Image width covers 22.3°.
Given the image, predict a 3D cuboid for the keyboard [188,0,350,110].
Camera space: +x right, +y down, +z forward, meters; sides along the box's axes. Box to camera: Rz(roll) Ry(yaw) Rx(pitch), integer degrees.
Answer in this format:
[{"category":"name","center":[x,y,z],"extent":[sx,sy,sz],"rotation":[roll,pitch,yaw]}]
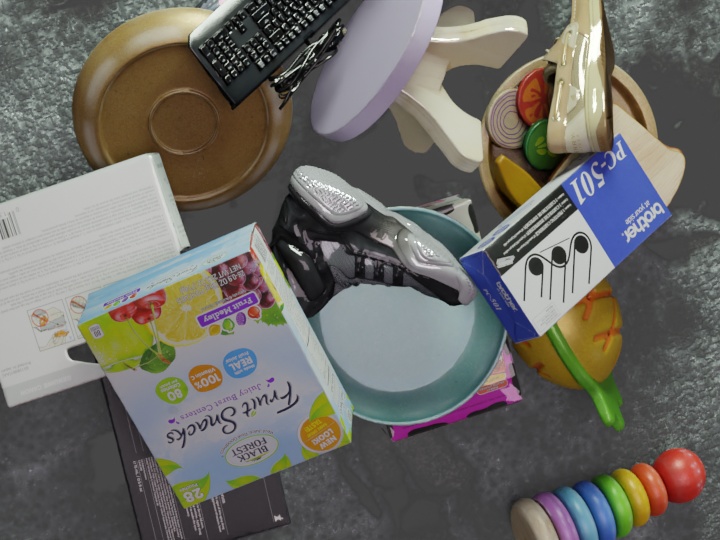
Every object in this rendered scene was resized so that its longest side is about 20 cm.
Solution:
[{"category":"keyboard","center":[-0.054,-0.223,1.608],"extent":[0.200,0.040,0.104],"rotation":[-46,110,-24]}]

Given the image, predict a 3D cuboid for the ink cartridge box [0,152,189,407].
[{"category":"ink cartridge box","center":[-0.247,0.008,1.625],"extent":[0.198,0.044,0.175],"rotation":[-18,94,6]}]

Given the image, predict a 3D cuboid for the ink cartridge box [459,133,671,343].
[{"category":"ink cartridge box","center":[0.188,-0.031,1.650],"extent":[0.200,0.044,0.094],"rotation":[-40,100,-30]}]

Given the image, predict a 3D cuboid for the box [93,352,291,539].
[{"category":"box","center":[-0.156,0.150,1.682],"extent":[0.140,0.079,0.202],"rotation":[-13,99,-7]}]

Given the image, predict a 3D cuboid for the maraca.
[{"category":"maraca","center":[0.202,0.062,1.733],"extent":[0.106,0.137,0.201],"rotation":[-25,111,20]}]

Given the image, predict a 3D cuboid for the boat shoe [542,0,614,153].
[{"category":"boat shoe","center":[0.199,-0.193,1.693],"extent":[0.064,0.201,0.071],"rotation":[-7,140,15]}]

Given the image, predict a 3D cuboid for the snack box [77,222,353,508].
[{"category":"snack box","center":[-0.121,0.084,1.569],"extent":[0.168,0.068,0.201],"rotation":[-23,113,12]}]

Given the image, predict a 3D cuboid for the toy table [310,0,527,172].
[{"category":"toy table","center":[0.053,-0.181,1.651],"extent":[0.116,0.200,0.185],"rotation":[18,62,-24]}]

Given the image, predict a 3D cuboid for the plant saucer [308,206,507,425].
[{"category":"plant saucer","center":[0.036,0.040,1.674],"extent":[0.198,0.036,0.202],"rotation":[-1,97,-9]}]

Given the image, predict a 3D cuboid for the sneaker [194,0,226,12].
[{"category":"sneaker","center":[-0.103,-0.226,1.653],"extent":[0.200,0.070,0.082],"rotation":[-42,101,-4]}]

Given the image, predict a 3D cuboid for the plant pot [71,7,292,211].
[{"category":"plant pot","center":[-0.158,-0.136,1.634],"extent":[0.198,0.028,0.202],"rotation":[-4,121,-7]}]

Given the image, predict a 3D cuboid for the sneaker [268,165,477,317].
[{"category":"sneaker","center":[0.000,0.000,1.611],"extent":[0.199,0.076,0.114],"rotation":[32,102,-17]}]

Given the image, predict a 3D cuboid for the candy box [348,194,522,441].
[{"category":"candy box","center":[0.061,0.044,1.729],"extent":[0.135,0.061,0.202],"rotation":[-16,101,-8]}]

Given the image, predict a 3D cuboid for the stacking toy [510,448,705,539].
[{"category":"stacking toy","center":[0.251,0.231,1.790],"extent":[0.199,0.085,0.086],"rotation":[-20,101,-14]}]

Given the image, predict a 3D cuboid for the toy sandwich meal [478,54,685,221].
[{"category":"toy sandwich meal","center":[0.209,-0.109,1.740],"extent":[0.203,0.070,0.207],"rotation":[-2,97,-13]}]
